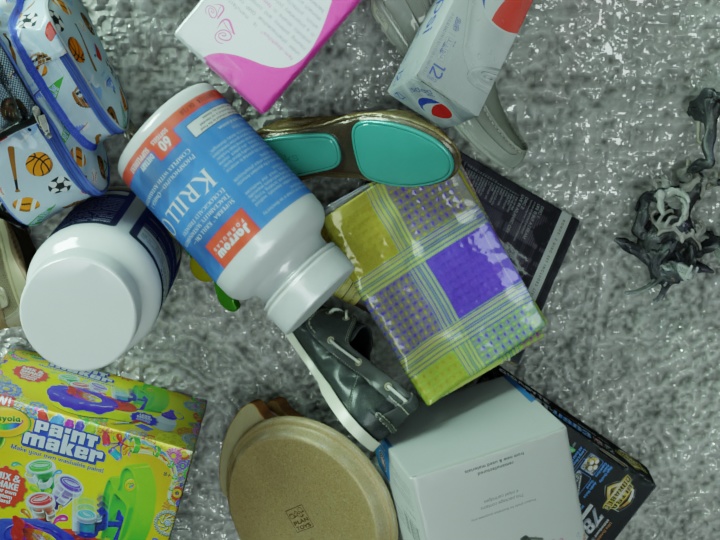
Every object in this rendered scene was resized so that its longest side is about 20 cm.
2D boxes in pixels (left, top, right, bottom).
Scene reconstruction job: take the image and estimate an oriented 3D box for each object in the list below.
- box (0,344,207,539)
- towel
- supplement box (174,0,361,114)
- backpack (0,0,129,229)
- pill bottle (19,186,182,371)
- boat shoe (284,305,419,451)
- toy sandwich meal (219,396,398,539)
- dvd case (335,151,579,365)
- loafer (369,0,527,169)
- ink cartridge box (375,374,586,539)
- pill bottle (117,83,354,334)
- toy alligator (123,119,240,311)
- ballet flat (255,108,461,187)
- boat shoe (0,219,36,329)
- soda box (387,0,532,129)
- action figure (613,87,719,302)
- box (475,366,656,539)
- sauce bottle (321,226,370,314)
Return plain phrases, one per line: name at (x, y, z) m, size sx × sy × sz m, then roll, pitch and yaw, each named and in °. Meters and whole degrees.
box at (-0.267, 0.202, 1.153) m, size 0.197 × 0.122 × 0.196 m, roll 16°, pitch 105°, yaw -5°
towel at (0.065, 0.000, 1.079) m, size 0.142 × 0.023 × 0.202 m, roll -28°, pitch 89°, yaw -16°
supplement box at (-0.053, -0.245, 1.029) m, size 0.101 × 0.104 × 0.200 m, roll 40°, pitch 101°, yaw -12°
backpack at (-0.277, -0.143, 1.026) m, size 0.151 × 0.201 × 0.193 m, roll -15°, pitch 119°, yaw 6°
pill bottle at (-0.221, 0.005, 1.052) m, size 0.113 × 0.200 × 0.118 m, roll 0°, pitch 107°, yaw 0°
boat shoe at (-0.019, 0.067, 1.097) m, size 0.068 × 0.201 × 0.072 m, roll -43°, pitch 146°, yaw 8°
toy sandwich meal at (-0.045, 0.213, 1.146) m, size 0.202 × 0.070 × 0.209 m, roll 10°, pitch 112°, yaw 26°
dvd case at (0.086, -0.027, 1.107) m, size 0.198 × 0.016 × 0.150 m, roll 28°, pitch 77°, yaw -8°
loafer at (0.088, -0.178, 1.067) m, size 0.069 × 0.070 × 0.201 m, roll -35°, pitch 103°, yaw 18°
ink cartridge box at (0.109, 0.226, 1.087) m, size 0.142 × 0.147 × 0.203 m, roll -16°, pitch 106°, yaw -11°
pill bottle at (-0.099, -0.048, 1.026) m, size 0.112 × 0.112 × 0.200 m, roll -45°, pitch 86°, yaw 12°
toy alligator at (-0.146, -0.059, 1.104) m, size 0.054 × 0.059 × 0.202 m, roll -27°, pitch 98°, yaw 15°
ballet flat at (-0.001, -0.112, 1.068) m, size 0.197 × 0.073 × 0.069 m, roll -1°, pitch 119°, yaw 23°
boat shoe at (-0.339, -0.040, 1.106) m, size 0.063 × 0.071 × 0.203 m, roll -12°, pitch 108°, yaw 3°
soda box at (0.100, -0.221, 1.009) m, size 0.063 × 0.068 × 0.202 m, roll 30°, pitch 76°, yaw -15°
action figure at (0.302, -0.055, 1.089) m, size 0.117 × 0.102 × 0.203 m, roll 15°, pitch 105°, yaw -17°
box at (0.152, 0.226, 1.199) m, size 0.197 × 0.050 × 0.201 m, roll 32°, pitch 104°, yaw -10°
sauce bottle at (0.000, 0.000, 1.124) m, size 0.198 × 0.065 × 0.065 m, roll 28°, pitch 105°, yaw -10°
